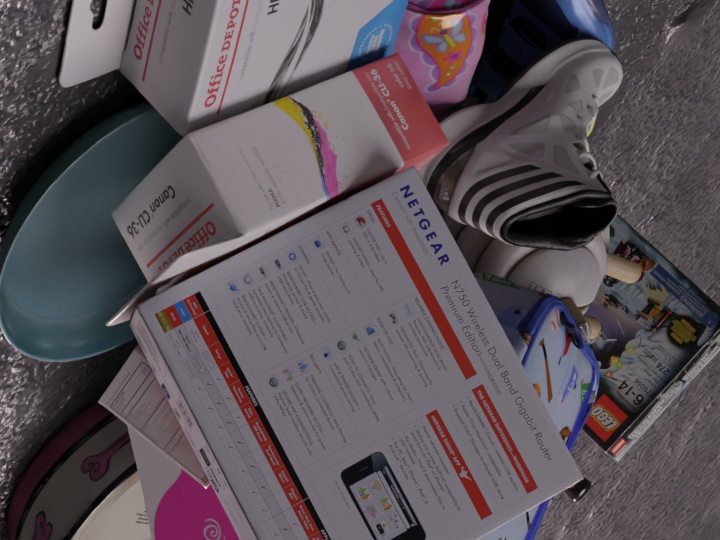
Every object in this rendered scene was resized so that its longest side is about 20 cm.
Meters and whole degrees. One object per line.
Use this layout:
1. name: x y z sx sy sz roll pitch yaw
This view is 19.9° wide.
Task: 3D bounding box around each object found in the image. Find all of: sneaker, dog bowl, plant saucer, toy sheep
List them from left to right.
1. plant saucer: -0.140 -0.030 1.231 0.199 0.027 0.201 -35 151 -22
2. dog bowl: -0.156 0.158 1.418 0.199 0.074 0.201 -33 150 -22
3. toy sheep: 0.109 -0.017 1.377 0.137 0.200 0.139 -14 127 -20
4. sneaker: 0.120 -0.137 1.406 0.082 0.074 0.201 -33 150 -19
5. sneaker: 0.128 -0.069 1.296 0.200 0.115 0.076 -34 153 -39

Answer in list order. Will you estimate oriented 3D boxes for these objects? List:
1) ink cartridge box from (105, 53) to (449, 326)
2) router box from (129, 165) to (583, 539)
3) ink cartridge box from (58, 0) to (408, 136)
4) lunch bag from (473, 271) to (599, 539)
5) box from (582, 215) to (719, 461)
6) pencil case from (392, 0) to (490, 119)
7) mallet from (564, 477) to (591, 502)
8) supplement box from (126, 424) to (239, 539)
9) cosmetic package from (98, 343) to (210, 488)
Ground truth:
1. ink cartridge box: -0.061 -0.046 1.177 0.199 0.068 0.116 -25 172 -37
2. router box: -0.003 0.072 1.131 0.178 0.201 0.049 -26 173 -16
3. ink cartridge box: -0.061 -0.150 1.133 0.199 0.067 0.116 -24 147 -36
4. lunch bag: 0.079 0.109 1.249 0.201 0.075 0.160 -63 150 -18
5. box: 0.168 0.026 1.556 0.137 0.200 0.040 -48 153 4
6. pencil case: 0.028 -0.118 1.294 0.087 0.087 0.201 -29 149 -30
7. mallet: 0.102 0.094 1.565 0.066 0.199 0.041 -55 164 -2
8. supplement box: -0.042 0.106 1.337 0.199 0.101 0.104 -26 114 -45
9. cosmetic package: -0.077 0.046 1.237 0.051 0.082 0.200 -50 180 30
